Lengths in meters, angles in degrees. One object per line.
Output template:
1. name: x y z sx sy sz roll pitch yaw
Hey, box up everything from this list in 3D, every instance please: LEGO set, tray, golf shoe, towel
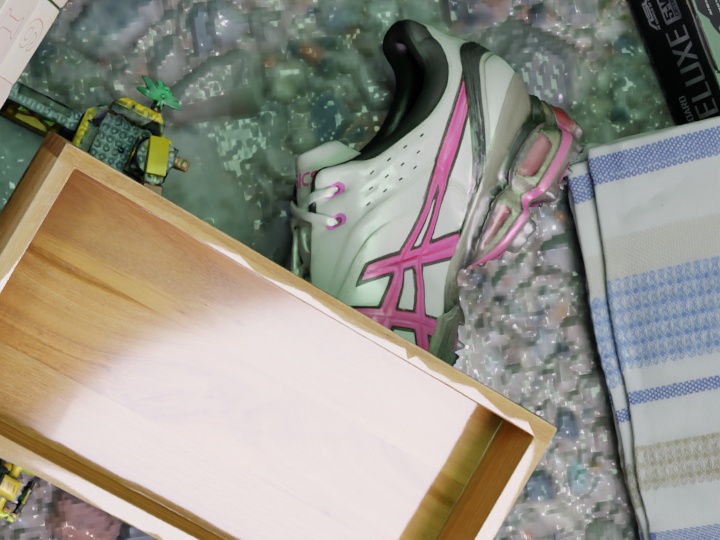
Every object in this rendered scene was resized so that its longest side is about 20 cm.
1. LEGO set: -0.144 -0.008 0.816 0.154 0.116 0.200 36 74 -10
2. tray: -0.042 0.046 0.801 0.200 0.037 0.099 31 90 -20
3. golf shoe: 0.000 0.000 0.887 0.092 0.073 0.200 37 67 -16
4. towel: 0.159 0.034 0.910 0.024 0.147 0.201 -3 81 -58

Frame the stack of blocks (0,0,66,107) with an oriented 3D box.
1. stack of blocks: -0.182 -0.055 0.733 0.115 0.059 0.200 32 88 7

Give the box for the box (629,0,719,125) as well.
1. box: 0.201 -0.098 0.977 0.157 0.050 0.200 -23 90 -20
